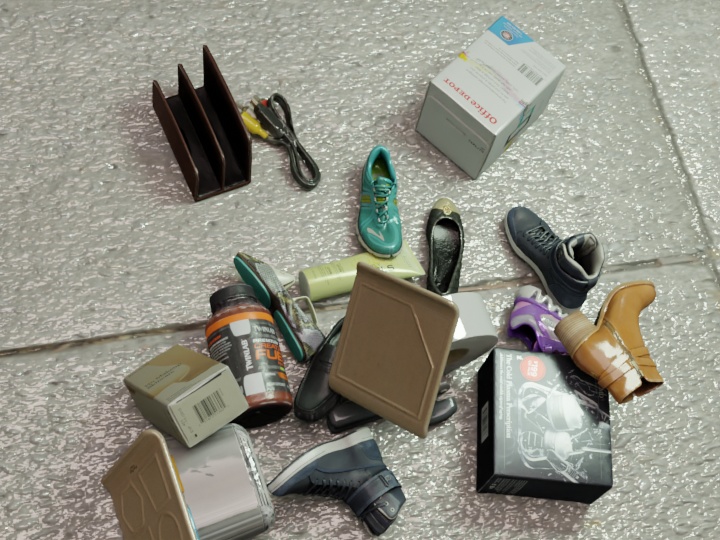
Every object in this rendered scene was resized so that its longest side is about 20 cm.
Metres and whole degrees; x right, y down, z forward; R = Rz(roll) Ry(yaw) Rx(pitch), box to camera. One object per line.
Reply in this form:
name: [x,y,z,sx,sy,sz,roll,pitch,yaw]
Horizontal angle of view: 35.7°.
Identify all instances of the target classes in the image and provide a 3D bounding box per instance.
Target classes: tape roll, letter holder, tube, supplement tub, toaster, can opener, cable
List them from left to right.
letter holder: [-0.256,-0.241,1.804,0.100,0.142,0.201,-20,69,-18]
toaster: [-0.199,0.309,1.556,0.128,0.114,0.202,-17,68,-12]
supplement tub: [-0.171,0.124,1.659,0.106,0.107,0.202,-11,67,-14]
cable: [-0.129,-0.221,1.884,0.200,0.050,0.097,51,50,3]
tube: [0.000,0.000,1.781,0.198,0.052,0.059,-14,95,-20]
can opener: [0.050,0.214,1.680,0.198,0.053,0.067,-16,67,-15]
tape roll: [0.100,0.107,1.656,0.201,0.203,0.071,-16,72,-16]

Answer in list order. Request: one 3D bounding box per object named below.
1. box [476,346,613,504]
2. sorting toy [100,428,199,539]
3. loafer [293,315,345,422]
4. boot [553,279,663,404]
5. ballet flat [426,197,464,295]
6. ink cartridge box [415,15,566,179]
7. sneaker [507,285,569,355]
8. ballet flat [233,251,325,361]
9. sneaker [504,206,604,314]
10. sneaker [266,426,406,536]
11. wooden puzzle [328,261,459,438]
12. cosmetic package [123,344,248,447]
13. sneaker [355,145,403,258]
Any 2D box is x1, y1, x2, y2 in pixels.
box: [0.273,0.233,1.678,0.180,0.104,0.202,7,63,-7]
sorting toy: [-0.273,0.336,1.507,0.036,0.185,0.201,-10,65,-41]
loafer: [-0.045,0.139,1.669,0.067,0.071,0.201,17,48,18]
boot: [0.404,0.109,1.674,0.199,0.074,0.155,-27,59,-22]
ballet flat: [0.141,-0.031,1.811,0.066,0.057,0.202,6,63,-7]
ink cartridge box: [0.217,-0.292,1.901,0.147,0.146,0.200,41,65,11]
sneaker: [0.312,0.112,1.754,0.199,0.081,0.089,32,58,14]
ballet flat: [-0.119,0.046,1.729,0.072,0.072,0.201,-31,77,-21]
sneaker: [0.312,-0.046,1.789,0.076,0.147,0.203,-26,69,-18]
sneaker: [-0.025,0.316,1.580,0.201,0.077,0.147,-16,68,-42]
wooden puzzle: [0.047,0.108,1.553,0.184,0.202,0.037,24,18,38]
cosmetic package: [-0.249,0.172,1.572,0.105,0.199,0.072,-33,110,-24]
sneaker: [0.030,-0.112,1.814,0.077,0.080,0.202,-2,59,-8]
